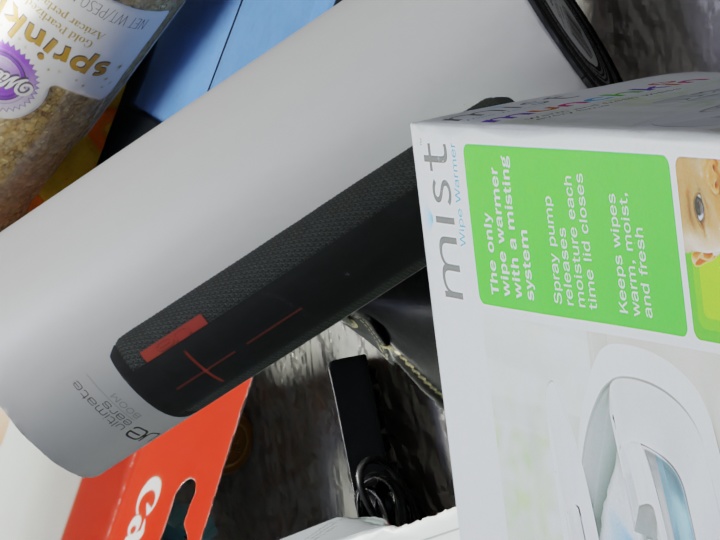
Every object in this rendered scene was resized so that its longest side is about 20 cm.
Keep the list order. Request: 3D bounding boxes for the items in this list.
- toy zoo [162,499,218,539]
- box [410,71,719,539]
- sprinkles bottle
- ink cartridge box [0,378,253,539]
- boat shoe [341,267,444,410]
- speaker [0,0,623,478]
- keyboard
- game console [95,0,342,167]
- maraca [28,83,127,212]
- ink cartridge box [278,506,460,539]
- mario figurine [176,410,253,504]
[{"bbox_3d":[-0.091,0.161,1.199,0.131,0.020,0.200,43,145,14],"label":"toy zoo"},{"bbox_3d":[0.102,0.054,0.685,0.176,0.097,0.200,11,110,63],"label":"box"},{"bbox_3d":[-0.112,-0.082,0.968,0.200,0.068,0.068,-49,51,33],"label":"sprinkles bottle"},{"bbox_3d":[-0.137,0.108,1.084,0.200,0.050,0.162,-12,54,52],"label":"ink cartridge box"},{"bbox_3d":[0.000,0.000,0.936,0.200,0.068,0.072,46,138,51],"label":"boat shoe"},{"bbox_3d":[-0.022,-0.021,0.809,0.081,0.200,0.081,53,-166,-20],"label":"speaker"},{"bbox_3d":[0.026,0.127,0.986,0.104,0.040,0.200,71,-174,-88],"label":"keyboard"},{"bbox_3d":[-0.035,-0.082,0.929,0.177,0.031,0.200,30,101,59],"label":"game console"},{"bbox_3d":[-0.088,-0.067,1.070,0.137,0.107,0.200,39,112,48],"label":"maraca"},{"bbox_3d":[0.035,0.152,0.886,0.200,0.057,0.163,-25,94,39],"label":"ink cartridge box"},{"bbox_3d":[-0.106,0.028,1.213,0.200,0.106,0.124,16,78,53],"label":"mario figurine"}]
